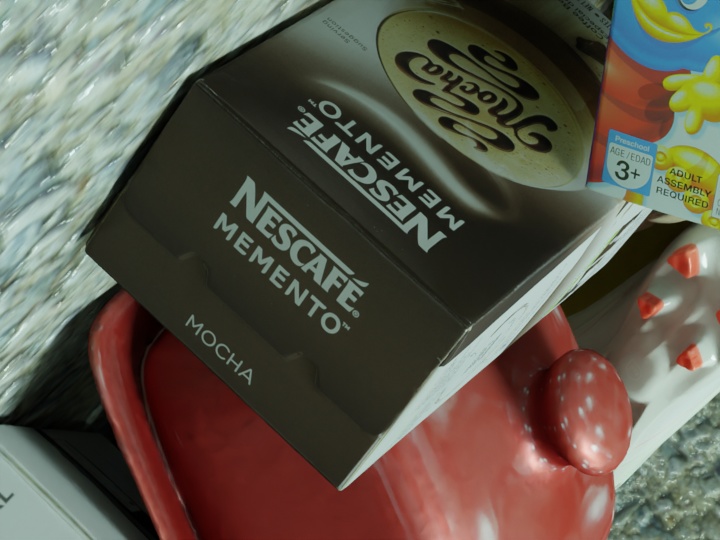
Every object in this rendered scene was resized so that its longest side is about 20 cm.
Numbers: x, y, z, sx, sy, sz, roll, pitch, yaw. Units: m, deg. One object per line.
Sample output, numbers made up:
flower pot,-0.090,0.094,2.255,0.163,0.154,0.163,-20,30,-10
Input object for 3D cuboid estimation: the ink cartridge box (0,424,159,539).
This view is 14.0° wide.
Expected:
ink cartridge box,-0.134,0.134,1.046,0.145,0.084,0.200,-47,172,2

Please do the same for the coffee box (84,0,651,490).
coffee box,0.019,-0.029,0.944,0.080,0.113,0.200,-52,171,35

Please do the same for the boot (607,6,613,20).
boot,0.176,-0.083,1.396,0.073,0.155,0.200,2,139,-18

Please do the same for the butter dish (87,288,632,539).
butter dish,0.028,0.061,1.032,0.147,0.200,0.200,-16,-168,35

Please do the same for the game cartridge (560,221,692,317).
game cartridge,0.171,-0.030,1.217,0.200,0.032,0.176,0,-133,54

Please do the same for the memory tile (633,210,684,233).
memory tile,0.143,-0.036,1.105,0.153,0.017,0.200,-20,-177,-44

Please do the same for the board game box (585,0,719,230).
board game box,0.143,-0.117,0.885,0.103,0.105,0.201,-50,152,-51

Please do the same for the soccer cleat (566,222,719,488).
soccer cleat,0.109,0.034,1.122,0.077,0.069,0.200,-27,170,-42

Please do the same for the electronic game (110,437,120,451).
electronic game,-0.011,0.064,1.229,0.199,0.042,0.200,-13,164,-4
